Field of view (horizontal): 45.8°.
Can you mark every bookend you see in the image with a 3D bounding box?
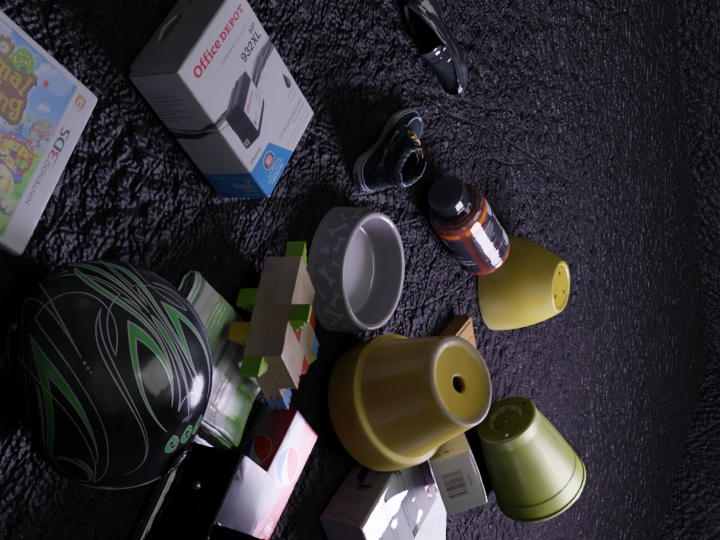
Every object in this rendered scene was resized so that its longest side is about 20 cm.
[{"bbox_3d":[-0.149,0.297,0.963,0.092,0.197,0.201,52,53,-46],"label":"bookend"}]

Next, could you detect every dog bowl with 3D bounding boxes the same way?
[{"bbox_3d":[0.000,0.000,1.285,0.199,0.058,0.204,-8,100,-56],"label":"dog bowl"}]

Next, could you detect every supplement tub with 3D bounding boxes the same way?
[{"bbox_3d":[0.190,-0.083,1.522,0.200,0.106,0.108,48,55,-48],"label":"supplement tub"}]

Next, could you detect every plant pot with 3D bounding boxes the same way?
[{"bbox_3d":[0.344,0.028,1.741,0.199,0.140,0.204,-11,103,-55],"label":"plant pot"},{"bbox_3d":[0.332,0.369,1.742,0.201,0.198,0.194,-52,122,-40],"label":"plant pot"},{"bbox_3d":[0.083,0.183,1.258,0.199,0.188,0.204,17,62,-36],"label":"plant pot"}]

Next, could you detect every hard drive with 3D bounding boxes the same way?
[{"bbox_3d":[0.118,0.417,1.543,0.131,0.025,0.204,-8,101,-57],"label":"hard drive"}]

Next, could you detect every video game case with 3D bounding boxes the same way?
[{"bbox_3d":[-0.346,-0.142,0.769,0.200,0.022,0.185,45,57,-49],"label":"video game case"}]

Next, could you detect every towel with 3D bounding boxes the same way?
[{"bbox_3d":[-0.179,0.114,1.048,0.200,0.030,0.151,52,52,-46],"label":"towel"}]

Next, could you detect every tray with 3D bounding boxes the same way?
[{"bbox_3d":[0.156,0.176,1.565,0.200,0.037,0.100,-42,127,-46],"label":"tray"}]

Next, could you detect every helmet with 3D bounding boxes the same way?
[{"bbox_3d":[-0.239,0.090,0.826,0.199,0.198,0.194,-32,137,-50],"label":"helmet"}]

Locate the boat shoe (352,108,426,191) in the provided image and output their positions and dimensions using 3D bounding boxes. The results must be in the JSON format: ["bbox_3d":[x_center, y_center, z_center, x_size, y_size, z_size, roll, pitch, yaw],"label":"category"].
[{"bbox_3d":[0.073,-0.189,1.343,0.201,0.090,0.072,-54,135,-39],"label":"boat shoe"}]

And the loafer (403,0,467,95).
[{"bbox_3d":[0.122,-0.375,1.424,0.071,0.067,0.202,-51,129,-30],"label":"loafer"}]

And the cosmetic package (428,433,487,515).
[{"bbox_3d":[0.147,0.305,1.407,0.200,0.073,0.103,-97,169,-75],"label":"cosmetic package"}]

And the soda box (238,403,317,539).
[{"bbox_3d":[-0.133,0.279,1.109,0.070,0.063,0.202,58,47,-42],"label":"soda box"}]

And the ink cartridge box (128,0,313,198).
[{"bbox_3d":[-0.155,-0.205,0.998,0.201,0.083,0.147,56,50,-44],"label":"ink cartridge box"}]

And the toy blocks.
[{"bbox_3d":[-0.095,0.084,1.107,0.138,0.098,0.202,72,21,-50],"label":"toy blocks"}]

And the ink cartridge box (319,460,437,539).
[{"bbox_3d":[0.034,0.375,1.356,0.200,0.082,0.149,-50,132,-43],"label":"ink cartridge box"}]
